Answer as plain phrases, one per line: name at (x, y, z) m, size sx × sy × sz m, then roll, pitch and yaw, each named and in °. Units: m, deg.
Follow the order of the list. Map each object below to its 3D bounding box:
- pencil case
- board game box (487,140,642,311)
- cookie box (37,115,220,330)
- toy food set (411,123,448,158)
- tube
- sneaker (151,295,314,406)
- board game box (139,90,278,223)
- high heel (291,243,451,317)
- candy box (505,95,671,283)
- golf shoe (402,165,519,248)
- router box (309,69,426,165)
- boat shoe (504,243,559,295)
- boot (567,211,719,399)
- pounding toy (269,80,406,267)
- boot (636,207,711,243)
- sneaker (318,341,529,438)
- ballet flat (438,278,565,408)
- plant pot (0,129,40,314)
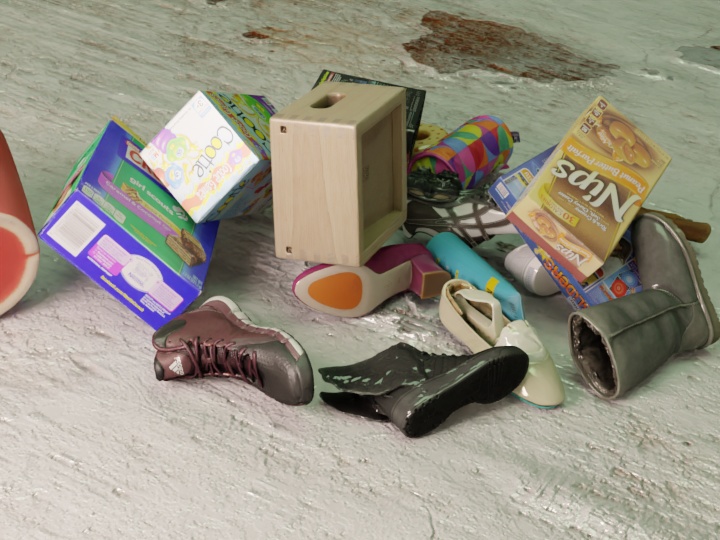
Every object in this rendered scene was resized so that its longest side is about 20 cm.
pencil case at (0.139, -0.147, 1.831) m, size 0.088 × 0.089 × 0.200 m, roll 22°, pitch 31°, yaw 25°
board game box at (0.256, -0.047, 1.583) m, size 0.135 × 0.034 × 0.201 m, roll -29°, pitch 79°, yaw -34°
cookie box at (-0.241, -0.053, 1.469) m, size 0.171 × 0.075 × 0.201 m, roll 41°, pitch 21°, yaw -18°
toy food set at (0.011, -0.179, 1.895) m, size 0.199 × 0.049 × 0.197 m, roll 28°, pitch 34°, yaw 33°
tube at (0.138, 0.019, 1.537) m, size 0.050 × 0.078 × 0.200 m, roll -29°, pitch 34°, yaw -12°
sneaker at (-0.137, 0.094, 1.325) m, size 0.114 × 0.077 × 0.199 m, roll -18°, pitch 26°, yaw -32°
board game box at (-0.147, -0.131, 1.550) m, size 0.103 × 0.105 × 0.200 m, roll 49°, pitch 15°, yaw 6°
high heel at (0.000, 0.000, 1.534) m, size 0.198 × 0.068 × 0.096 m, roll -10°, pitch 27°, yaw -27°
candy box at (0.263, -0.095, 1.556) m, size 0.115 × 0.055 × 0.200 m, roll 40°, pitch 54°, yaw -1°
golf shoe at (0.141, -0.059, 1.652) m, size 0.198 × 0.096 × 0.078 m, roll 16°, pitch 22°, yaw 18°
router box at (0.002, -0.197, 1.786) m, size 0.148 × 0.063 × 0.200 m, roll 13°, pitch 24°, yaw 3°
boat shoe at (0.258, -0.022, 1.652) m, size 0.198 × 0.073 × 0.068 m, roll -23°, pitch 39°, yaw -31°
boot at (0.293, 0.034, 1.486) m, size 0.198 × 0.073 × 0.183 m, roll -16°, pitch 71°, yaw -33°
pounding toy at (-0.031, -0.106, 1.521) m, size 0.140 × 0.187 × 0.200 m, roll 7°, pitch 24°, yaw 20°
boot at (0.333, -0.087, 1.790) m, size 0.197 × 0.069 × 0.188 m, roll 4°, pitch 9°, yaw -23°
sneaker at (0.064, 0.103, 1.355) m, size 0.198 × 0.061 × 0.104 m, roll -23°, pitch 41°, yaw -29°
ballet flat at (0.147, 0.070, 1.440) m, size 0.069 × 0.070 × 0.200 m, roll -11°, pitch 33°, yaw -32°
plant pot at (-0.427, -0.049, 1.400) m, size 0.198 × 0.202 × 0.178 m, roll -11°, pitch 43°, yaw -33°
